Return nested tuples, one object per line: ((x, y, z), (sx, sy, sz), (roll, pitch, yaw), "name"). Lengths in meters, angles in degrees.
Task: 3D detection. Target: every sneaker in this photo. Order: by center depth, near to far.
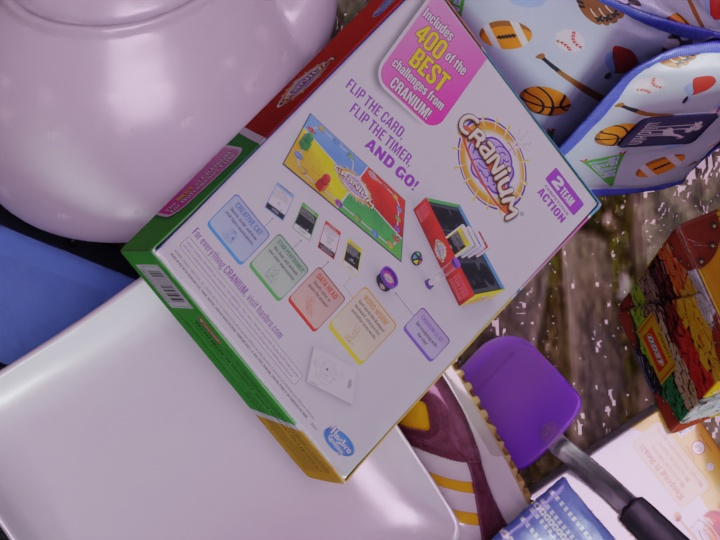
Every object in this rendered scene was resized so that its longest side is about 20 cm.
((0.030, 0.108, 1.484), (0.090, 0.075, 0.201), (-31, 100, -5), "sneaker")

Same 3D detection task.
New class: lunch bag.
((0.114, -0.126, 1.480), (0.199, 0.170, 0.124), (25, 59, -8), "lunch bag")

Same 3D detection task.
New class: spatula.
((0.131, 0.114, 1.526), (0.200, 0.021, 0.057), (43, 98, -2), "spatula")

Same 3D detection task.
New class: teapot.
((-0.120, -0.119, 1.445), (0.200, 0.197, 0.147), (-40, 138, -33), "teapot")

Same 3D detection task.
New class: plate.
((-0.079, 0.101, 1.409), (0.200, 0.032, 0.200), (-35, 97, -22), "plate")

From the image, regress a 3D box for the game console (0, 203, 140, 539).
((-0.163, 0.055, 1.437), (0.199, 0.031, 0.178), (23, 51, -18), "game console")

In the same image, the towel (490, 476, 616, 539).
((0.063, 0.211, 1.486), (0.200, 0.024, 0.145), (-40, 124, 1), "towel")

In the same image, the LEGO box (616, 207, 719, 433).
((0.248, -0.002, 1.496), (0.199, 0.149, 0.078), (-21, 77, -12), "LEGO box")

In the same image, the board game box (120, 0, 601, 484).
((0.004, -0.021, 1.405), (0.200, 0.040, 0.153), (-45, 110, -20), "board game box")

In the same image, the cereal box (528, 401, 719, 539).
((0.127, 0.179, 1.555), (0.199, 0.040, 0.144), (-34, 92, -5), "cereal box")
